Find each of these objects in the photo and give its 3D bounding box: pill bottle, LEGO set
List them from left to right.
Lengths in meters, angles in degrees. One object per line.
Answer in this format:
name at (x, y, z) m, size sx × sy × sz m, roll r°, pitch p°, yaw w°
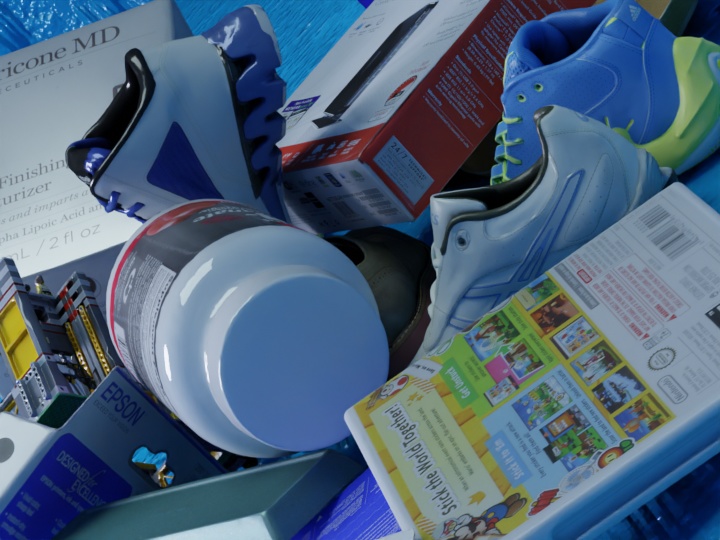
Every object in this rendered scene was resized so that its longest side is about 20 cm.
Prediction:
LEGO set at (-0.162, 0.071, 1.369) m, size 0.154 × 0.199 × 0.116 m, roll -55°, pitch 48°, yaw 34°
pill bottle at (-0.053, 0.029, 1.187) m, size 0.111 × 0.111 × 0.200 m, roll -50°, pitch 18°, yaw -5°

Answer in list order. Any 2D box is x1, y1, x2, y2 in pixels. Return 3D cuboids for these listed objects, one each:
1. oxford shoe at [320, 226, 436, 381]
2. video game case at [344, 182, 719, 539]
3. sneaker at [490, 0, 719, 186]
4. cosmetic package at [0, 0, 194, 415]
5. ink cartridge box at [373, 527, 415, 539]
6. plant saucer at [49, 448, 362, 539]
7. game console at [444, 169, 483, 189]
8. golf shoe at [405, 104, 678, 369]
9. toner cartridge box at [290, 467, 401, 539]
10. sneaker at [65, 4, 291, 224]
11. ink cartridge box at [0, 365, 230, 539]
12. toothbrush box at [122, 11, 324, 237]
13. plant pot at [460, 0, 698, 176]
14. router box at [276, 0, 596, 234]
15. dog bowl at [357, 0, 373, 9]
oxford shoe at (0.000, 0.000, 1.368) m, size 0.070 × 0.075 × 0.200 m, roll -47°, pitch 14°, yaw 5°
video game case at (0.088, 0.047, 0.981) m, size 0.181 × 0.023 × 0.200 m, roll -35°, pitch 20°, yaw 1°
sneaker at (0.095, -0.071, 1.209) m, size 0.200 × 0.105 × 0.076 m, roll -37°, pitch 18°, yaw 37°
cosmetic package at (-0.153, -0.025, 1.497) m, size 0.164 × 0.165 × 0.201 m, roll -18°, pitch 46°, yaw 10°
ink cartridge box at (-0.044, 0.202, 0.966) m, size 0.199 × 0.057 × 0.163 m, roll -20°, pitch 47°, yaw 42°
plant saucer at (-0.088, 0.122, 1.166) m, size 0.199 × 0.019 × 0.070 m, roll -17°, pitch 18°, yaw 43°
game console at (0.109, -0.127, 1.468) m, size 0.177 × 0.031 × 0.200 m, roll -53°, pitch 14°, yaw -18°
golf shoe at (0.056, 0.006, 1.145) m, size 0.200 × 0.097 × 0.078 m, roll -47°, pitch 16°, yaw 14°
toner cartridge box at (-0.007, 0.143, 1.078) m, size 0.200 × 0.043 × 0.095 m, roll -44°, pitch 16°, yaw 21°
sneaker at (-0.098, -0.038, 1.311) m, size 0.114 × 0.201 × 0.081 m, roll -10°, pitch 18°, yaw -15°
ink cartridge box at (-0.166, 0.154, 1.294) m, size 0.200 × 0.043 × 0.198 m, roll -51°, pitch -29°, yaw -9°
toothbrush box at (-0.140, -0.051, 1.663) m, size 0.146 × 0.200 × 0.086 m, roll -46°, pitch 10°, yaw 14°
plant pot at (0.126, -0.128, 1.344) m, size 0.200 × 0.027 × 0.200 m, roll -45°, pitch 21°, yaw 23°
router box at (0.024, -0.101, 1.377) m, size 0.180 × 0.049 × 0.200 m, roll -51°, pitch 18°, yaw -20°
dog bowl at (0.065, -0.286, 1.920) m, size 0.200 × 0.079 × 0.200 m, roll -45°, pitch 14°, yaw 14°
